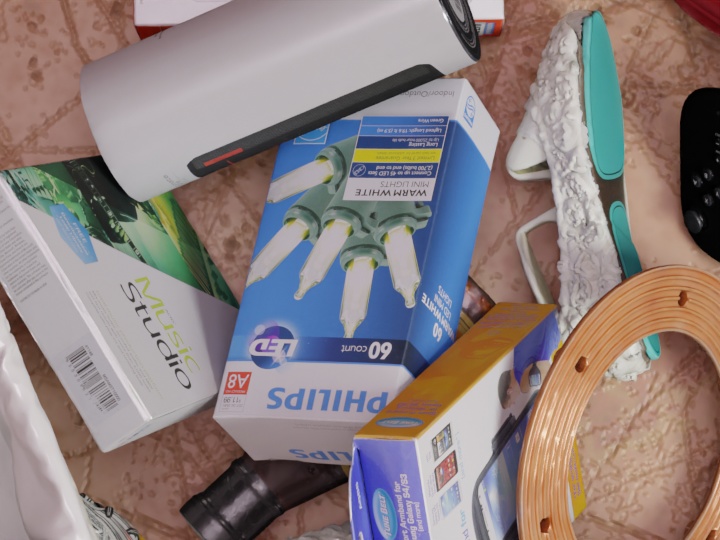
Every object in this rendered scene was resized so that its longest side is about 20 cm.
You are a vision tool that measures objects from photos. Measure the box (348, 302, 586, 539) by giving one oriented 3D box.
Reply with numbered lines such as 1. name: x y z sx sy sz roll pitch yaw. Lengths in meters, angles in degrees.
1. box: 0.054 0.107 1.471 0.041 0.200 0.119 0 112 26

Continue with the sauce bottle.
1. sauce bottle: -0.011 0.076 1.562 0.200 0.066 0.066 -44 86 -2

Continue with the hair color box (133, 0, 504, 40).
1. hair color box: -0.023 -0.182 1.586 0.199 0.064 0.111 -1 85 1

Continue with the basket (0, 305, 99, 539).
1. basket: -0.242 0.103 1.435 0.200 0.161 0.199 -25 76 -2

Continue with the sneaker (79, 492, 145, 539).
1. sneaker: -0.163 0.146 1.558 0.082 0.078 0.200 -25 83 -25

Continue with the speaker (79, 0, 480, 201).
1. speaker: -0.044 -0.108 1.519 0.200 0.081 0.081 -22 85 12

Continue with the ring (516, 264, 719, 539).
1. ring: 0.145 0.094 1.519 0.019 0.200 0.201 14 83 43

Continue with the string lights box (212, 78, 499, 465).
1. string lights box: 0.000 0.000 1.524 0.102 0.059 0.201 1 62 24

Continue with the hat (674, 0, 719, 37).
1. hat: 0.220 -0.088 1.566 0.176 0.166 0.200 -13 43 20

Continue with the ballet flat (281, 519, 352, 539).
1. ballet flat: 0.031 0.161 1.560 0.199 0.072 0.072 8 85 -3

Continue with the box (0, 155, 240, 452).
1. box: -0.121 0.010 1.499 0.036 0.200 0.145 -33 86 16

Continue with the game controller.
1. game controller: 0.238 -0.024 1.514 0.042 0.105 0.200 -33 41 -25

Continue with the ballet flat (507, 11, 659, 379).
1. ballet flat: 0.111 -0.038 1.563 0.072 0.072 0.201 -9 86 -1
